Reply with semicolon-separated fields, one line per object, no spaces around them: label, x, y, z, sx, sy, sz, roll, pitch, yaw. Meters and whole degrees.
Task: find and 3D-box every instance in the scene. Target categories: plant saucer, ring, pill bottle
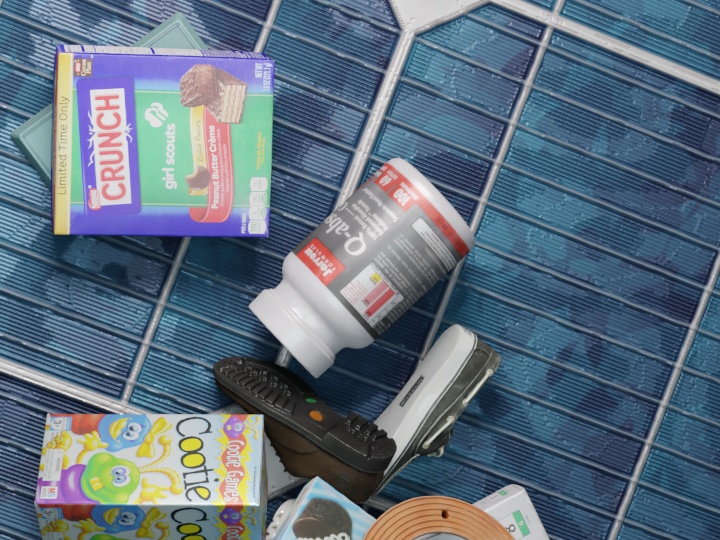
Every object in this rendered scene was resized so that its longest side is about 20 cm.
plant saucer;-0.230;-0.159;1.733;0.200;0.019;0.070;-37;97;-4
ring;0.078;0.304;1.681;0.200;0.019;0.201;12;61;-23
pill bottle;0.000;0.000;1.721;0.200;0.116;0.116;-43;97;-3

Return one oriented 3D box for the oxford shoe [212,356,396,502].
oxford shoe;-0.066;0.152;1.726;0.200;0.073;0.084;35;122;23

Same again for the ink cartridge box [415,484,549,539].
ink cartridge box;0.100;0.321;1.753;0.200;0.050;0.161;-27;96;-12

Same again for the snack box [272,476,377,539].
snack box;0.007;0.294;1.681;0.200;0.037;0.116;37;55;-8

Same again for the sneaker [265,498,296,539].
sneaker;-0.047;0.309;1.722;0.081;0.075;0.200;-17;58;29

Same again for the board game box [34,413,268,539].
board game box;-0.188;0.202;1.688;0.200;0.103;0.105;0;138;0

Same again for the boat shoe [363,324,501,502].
boat shoe;0.060;0.149;1.759;0.064;0.071;0.200;36;95;-17

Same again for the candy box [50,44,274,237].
candy box;-0.184;-0.119;1.698;0.200;0.077;0.169;1;100;-10
